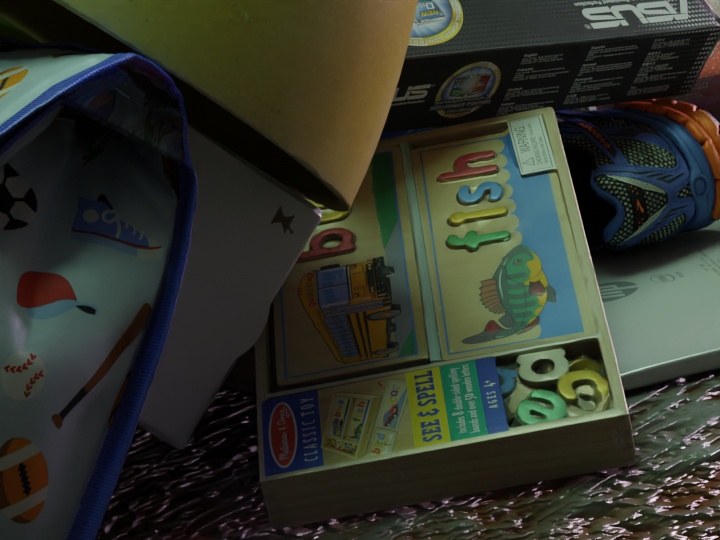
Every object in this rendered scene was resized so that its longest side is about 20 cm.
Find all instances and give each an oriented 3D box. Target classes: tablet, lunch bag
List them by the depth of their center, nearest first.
[{"bbox_3d":[-0.150,0.015,0.708,0.124,0.201,0.170,31,-12,-37],"label":"lunch bag"},{"bbox_3d":[0.126,0.010,0.921,0.129,0.014,0.200,-13,14,-5],"label":"tablet"}]

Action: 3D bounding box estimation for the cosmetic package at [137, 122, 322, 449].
[{"bbox_3d":[-0.112,-0.015,0.867,0.108,0.085,0.200,-59,29,-6],"label":"cosmetic package"}]

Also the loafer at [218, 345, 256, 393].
[{"bbox_3d":[-0.067,0.026,0.945,0.072,0.063,0.200,19,10,-18],"label":"loafer"}]

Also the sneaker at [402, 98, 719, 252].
[{"bbox_3d":[0.075,-0.043,0.998,0.078,0.076,0.199,-25,15,-40],"label":"sneaker"}]

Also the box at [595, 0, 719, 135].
[{"bbox_3d":[0.221,-0.132,1.152,0.199,0.103,0.095,-11,-23,-1],"label":"box"}]

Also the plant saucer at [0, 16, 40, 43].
[{"bbox_3d":[-0.189,-0.109,0.971,0.199,0.031,0.200,11,-15,3],"label":"plant saucer"}]

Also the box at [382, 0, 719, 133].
[{"bbox_3d":[0.038,-0.136,0.949,0.199,0.044,0.161,-9,50,-31],"label":"box"}]

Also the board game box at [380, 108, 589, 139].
[{"bbox_3d":[0.040,-0.133,1.162,0.097,0.160,0.200,-33,15,14],"label":"board game box"}]

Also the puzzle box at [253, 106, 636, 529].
[{"bbox_3d":[0.024,0.011,0.825,0.132,0.026,0.200,-11,37,3],"label":"puzzle box"}]

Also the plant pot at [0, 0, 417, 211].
[{"bbox_3d":[-0.054,-0.134,0.768,0.199,0.142,0.200,31,-4,2],"label":"plant pot"}]
